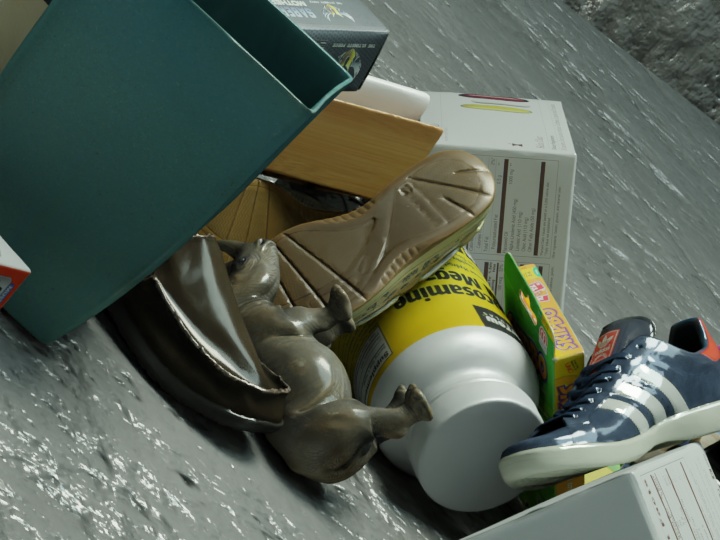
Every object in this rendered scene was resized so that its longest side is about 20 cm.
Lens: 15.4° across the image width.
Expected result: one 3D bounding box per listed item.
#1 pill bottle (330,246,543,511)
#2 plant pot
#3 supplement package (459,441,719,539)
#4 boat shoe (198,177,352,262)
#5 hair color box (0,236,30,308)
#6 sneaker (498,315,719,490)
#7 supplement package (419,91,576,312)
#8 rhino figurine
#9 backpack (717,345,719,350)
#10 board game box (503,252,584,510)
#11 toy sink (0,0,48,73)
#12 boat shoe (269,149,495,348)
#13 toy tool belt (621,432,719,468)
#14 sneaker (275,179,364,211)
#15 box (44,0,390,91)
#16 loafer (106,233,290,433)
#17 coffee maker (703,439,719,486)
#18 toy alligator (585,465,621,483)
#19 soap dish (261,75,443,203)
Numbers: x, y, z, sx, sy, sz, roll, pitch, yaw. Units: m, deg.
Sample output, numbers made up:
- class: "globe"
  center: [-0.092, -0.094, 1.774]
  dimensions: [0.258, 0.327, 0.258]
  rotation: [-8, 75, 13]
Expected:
- class: "pill bottle"
  center: [0.048, 0.061, 1.701]
  dimensions: [0.112, 0.113, 0.200]
  rotation: [33, 17, -33]
- class: "plant pot"
  center: [-0.130, -0.069, 1.421]
  dimensions: [0.141, 0.200, 0.141]
  rotation: [43, 14, -1]
- class: "supplement package"
  center: [0.151, 0.181, 1.560]
  dimensions: [0.118, 0.116, 0.200]
  rotation: [69, 19, 6]
- class: "boat shoe"
  center: [-0.067, -0.025, 1.761]
  dimensions: [0.069, 0.071, 0.199]
  rotation: [19, 3, 43]
- class: "hair color box"
  center: [-0.257, -0.028, 1.240]
  dimensions: [0.111, 0.064, 0.200]
  rotation: [48, 16, 27]
- class: "sneaker"
  center: [0.151, 0.076, 1.622]
  dimensions: [0.199, 0.075, 0.085]
  rotation: [-13, 84, -45]
- class: "supplement package"
  center: [0.088, -0.033, 1.894]
  dimensions: [0.110, 0.157, 0.200]
  rotation: [4, 14, 0]
- class: "rhino figurine"
  center: [-0.042, 0.046, 1.573]
  dimensions: [0.200, 0.087, 0.060]
  rotation: [51, -12, 34]
- class: "backpack"
  center: [0.322, 0.089, 1.850]
  dimensions: [0.200, 0.127, 0.167]
  rotation: [30, 9, -44]
- class: "board game box"
  center: [0.119, 0.089, 1.730]
  dimensions: [0.096, 0.030, 0.201]
  rotation: [-116, -165, -49]
- class: "toy sink"
  center: [-0.158, -0.144, 1.673]
  dimensions: [0.130, 0.112, 0.200]
  rotation: [13, 27, -25]
- class: "boat shoe"
  center: [0.000, 0.000, 1.663]
  dimensions: [0.073, 0.199, 0.063]
  rotation: [55, -16, 25]
- class: "toy tool belt"
  center: [0.237, 0.137, 1.973]
  dimensions: [0.200, 0.123, 0.125]
  rotation: [40, 14, -10]
- class: "sneaker"
  center: [-0.003, -0.052, 1.913]
  dimensions: [0.060, 0.104, 0.200]
  rotation: [27, 21, -47]
- class: "box"
  center: [-0.102, -0.172, 1.598]
  dimensions: [0.199, 0.051, 0.158]
  rotation: [-5, 42, -46]
- class: "loafer"
  center: [-0.106, 0.010, 1.517]
  dimensions: [0.200, 0.071, 0.073]
  rotation: [46, 15, 15]
- class: "coffee maker"
  center: [0.281, 0.215, 1.797]
  dimensions: [0.200, 0.135, 0.192]
  rotation: [38, -3, 15]
- class: "toy alligator"
  center: [0.163, 0.149, 1.785]
  dimensions: [0.059, 0.054, 0.201]
  rotation: [96, -21, -52]
- class: "soap dish"
  center: [-0.051, -0.100, 1.790]
  dimensions: [0.157, 0.082, 0.200]
  rotation: [14, 1, -18]
